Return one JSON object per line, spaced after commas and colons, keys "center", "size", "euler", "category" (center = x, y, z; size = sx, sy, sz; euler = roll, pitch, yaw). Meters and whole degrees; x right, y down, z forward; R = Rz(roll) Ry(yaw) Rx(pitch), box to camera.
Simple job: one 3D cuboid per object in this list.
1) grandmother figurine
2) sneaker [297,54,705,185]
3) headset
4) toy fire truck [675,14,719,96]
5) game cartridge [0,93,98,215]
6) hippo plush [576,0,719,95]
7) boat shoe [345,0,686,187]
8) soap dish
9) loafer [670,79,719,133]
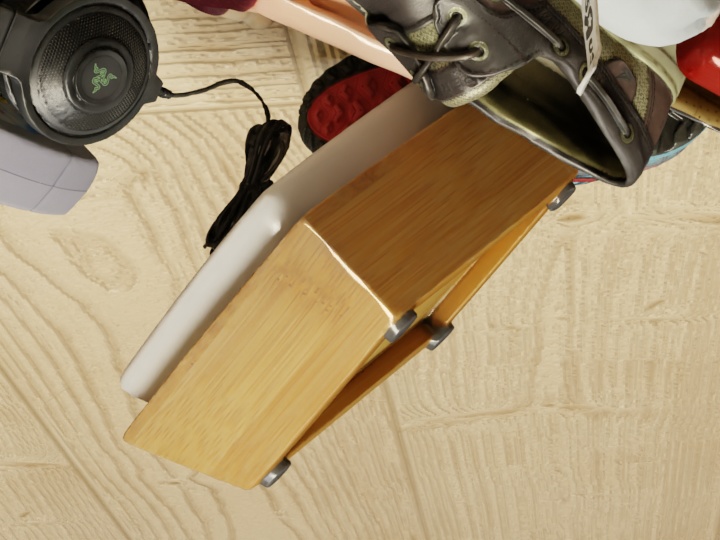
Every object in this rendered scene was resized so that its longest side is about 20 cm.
{"center": [-0.041, -0.123, 1.166], "size": [0.199, 0.061, 0.121], "euler": [15, 150, -11], "category": "grandmother figurine"}
{"center": [0.069, -0.063, 1.390], "size": [0.199, 0.080, 0.096], "euler": [-1, 165, -2], "category": "sneaker"}
{"center": [-0.125, -0.080, 1.212], "size": [0.199, 0.094, 0.124], "euler": [21, -171, -12], "category": "headset"}
{"center": [0.181, -0.077, 1.034], "size": [0.128, 0.201, 0.176], "euler": [27, 161, -8], "category": "toy fire truck"}
{"center": [-0.196, -0.085, 1.214], "size": [0.040, 0.133, 0.200], "euler": [-47, 151, 11], "category": "game cartridge"}
{"center": [0.031, -0.137, 0.996], "size": [0.160, 0.201, 0.159], "euler": [-2, 143, 28], "category": "hippo plush"}
{"center": [0.046, -0.094, 1.103], "size": [0.199, 0.065, 0.073], "euler": [25, 154, -28], "category": "boat shoe"}
{"center": [0.000, 0.000, 1.243], "size": [0.200, 0.081, 0.157], "euler": [-37, 170, -50], "category": "soap dish"}
{"center": [0.113, -0.111, 1.250], "size": [0.199, 0.073, 0.073], "euler": [12, 159, -35], "category": "loafer"}
